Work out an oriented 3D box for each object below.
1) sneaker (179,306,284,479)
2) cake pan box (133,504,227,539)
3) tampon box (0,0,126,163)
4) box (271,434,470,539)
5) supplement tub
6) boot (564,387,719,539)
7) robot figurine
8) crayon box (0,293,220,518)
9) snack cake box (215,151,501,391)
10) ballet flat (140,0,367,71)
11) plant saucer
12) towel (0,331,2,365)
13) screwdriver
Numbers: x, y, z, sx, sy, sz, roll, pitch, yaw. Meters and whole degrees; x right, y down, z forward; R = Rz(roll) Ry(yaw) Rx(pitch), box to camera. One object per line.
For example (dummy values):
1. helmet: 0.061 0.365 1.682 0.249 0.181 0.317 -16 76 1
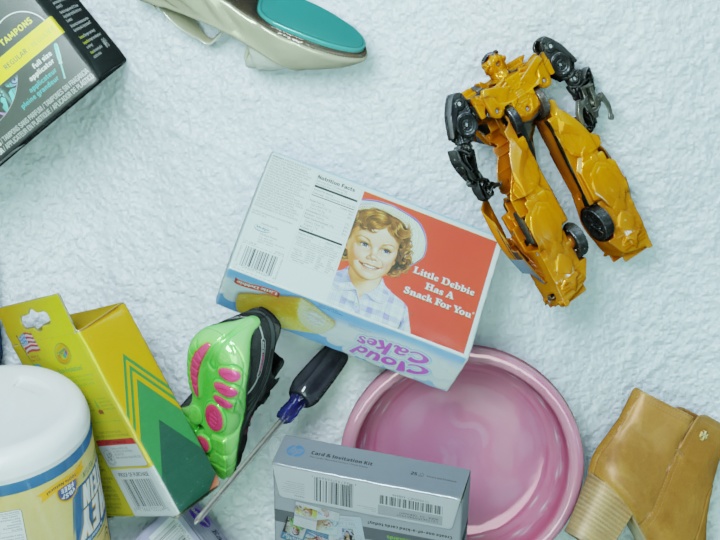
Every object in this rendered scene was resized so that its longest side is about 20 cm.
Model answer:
1. sneaker: -0.099 0.100 1.406 0.084 0.200 0.077 -36 73 -32
2. cake pan box: -0.153 0.318 1.469 0.184 0.052 0.200 -45 75 11
3. tampon box: -0.306 -0.187 1.352 0.150 0.126 0.200 -38 99 9
4. box: 0.008 0.234 1.434 0.155 0.041 0.201 9 125 13
5. supplement tub: -0.273 0.191 1.392 0.144 0.145 0.201 -3 120 3
6. boot: 0.272 0.196 1.457 0.201 0.071 0.144 34 84 -22
7. robot figurine: 0.141 -0.080 1.384 0.145 0.058 0.201 -33 101 -22
8. crayon box: -0.204 0.101 1.418 0.051 0.127 0.201 -34 104 -33
9. snack cake box: 0.000 0.000 1.389 0.199 0.067 0.115 21 59 -3
10. ballet flat: -0.092 -0.196 1.382 0.199 0.069 0.070 28 103 -3
11. plant saucer: 0.083 0.155 1.459 0.200 0.051 0.202 1 103 2
12. towel: -0.339 0.082 1.431 0.111 0.048 0.201 -13 108 -41
13. screwdriver: -0.074 0.131 1.412 0.028 0.029 0.200 49 62 -13
